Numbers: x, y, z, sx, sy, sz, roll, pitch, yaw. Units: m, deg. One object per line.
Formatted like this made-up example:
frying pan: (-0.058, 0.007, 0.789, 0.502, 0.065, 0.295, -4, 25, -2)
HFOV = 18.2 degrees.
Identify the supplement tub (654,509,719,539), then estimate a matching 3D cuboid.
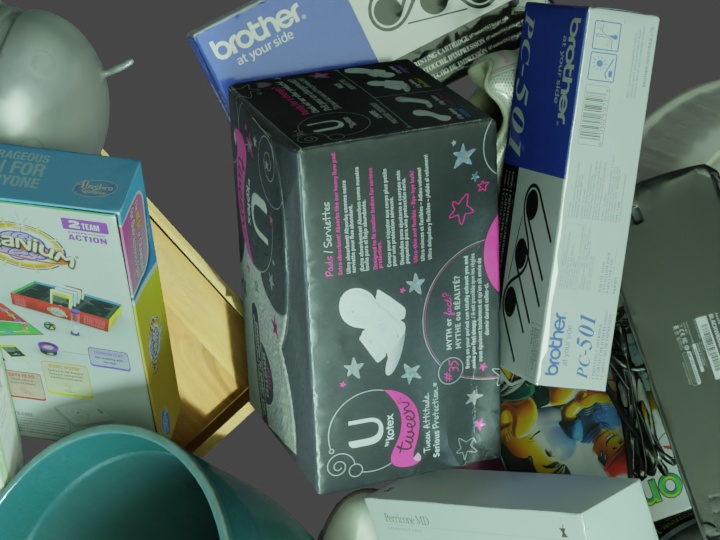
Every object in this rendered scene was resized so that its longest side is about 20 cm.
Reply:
supplement tub: (0.198, 0.192, 1.313, 0.122, 0.200, 0.123, -1, 96, -10)

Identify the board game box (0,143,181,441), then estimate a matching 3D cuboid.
board game box: (-0.184, 0.015, 1.220, 0.153, 0.040, 0.200, 8, 138, 10)

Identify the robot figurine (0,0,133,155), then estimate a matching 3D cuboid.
robot figurine: (-0.224, -0.093, 1.233, 0.200, 0.113, 0.170, 8, 104, 10)

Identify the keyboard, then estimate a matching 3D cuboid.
keyboard: (0.177, 0.049, 1.240, 0.104, 0.040, 0.200, -16, 81, -5)

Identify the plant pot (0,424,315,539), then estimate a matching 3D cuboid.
plant pot: (-0.090, 0.205, 1.253, 0.188, 0.200, 0.200, 26, 91, -48)

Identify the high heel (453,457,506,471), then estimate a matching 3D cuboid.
high heel: (0.074, 0.175, 1.355, 0.096, 0.067, 0.200, -5, 82, -20)

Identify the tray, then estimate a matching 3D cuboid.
tray: (-0.139, 0.015, 1.316, 0.099, 0.037, 0.200, -42, 101, -3)

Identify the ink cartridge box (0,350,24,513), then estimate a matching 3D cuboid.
ink cartridge box: (-0.268, 0.053, 1.215, 0.145, 0.048, 0.200, 4, 137, 6)

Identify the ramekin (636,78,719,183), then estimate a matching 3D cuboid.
ramekin: (0.244, -0.015, 1.348, 0.200, 0.105, 0.201, -1, 96, -10)

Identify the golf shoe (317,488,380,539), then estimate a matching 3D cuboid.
golf shoe: (0.010, 0.232, 1.338, 0.072, 0.092, 0.200, 0, 94, -8)

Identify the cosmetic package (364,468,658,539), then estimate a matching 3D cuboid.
cosmetic package: (0.097, 0.189, 1.253, 0.052, 0.200, 0.151, -27, 103, -32)

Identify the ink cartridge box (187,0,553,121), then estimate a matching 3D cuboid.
ink cartridge box: (0.009, -0.141, 1.315, 0.200, 0.044, 0.094, -27, 100, -6)

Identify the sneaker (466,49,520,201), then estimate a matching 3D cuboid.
sneaker: (0.074, -0.046, 1.307, 0.088, 0.081, 0.200, 9, 109, -23)

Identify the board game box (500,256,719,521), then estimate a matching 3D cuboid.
board game box: (0.172, 0.072, 1.270, 0.200, 0.035, 0.126, -23, 83, 18)

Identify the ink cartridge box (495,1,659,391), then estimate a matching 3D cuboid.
ink cartridge box: (0.110, -0.042, 1.214, 0.044, 0.094, 0.200, 6, 96, -18)

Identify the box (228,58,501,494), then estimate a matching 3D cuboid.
box: (0.000, 0.000, 1.243, 0.115, 0.132, 0.200, -9, 113, -19)
